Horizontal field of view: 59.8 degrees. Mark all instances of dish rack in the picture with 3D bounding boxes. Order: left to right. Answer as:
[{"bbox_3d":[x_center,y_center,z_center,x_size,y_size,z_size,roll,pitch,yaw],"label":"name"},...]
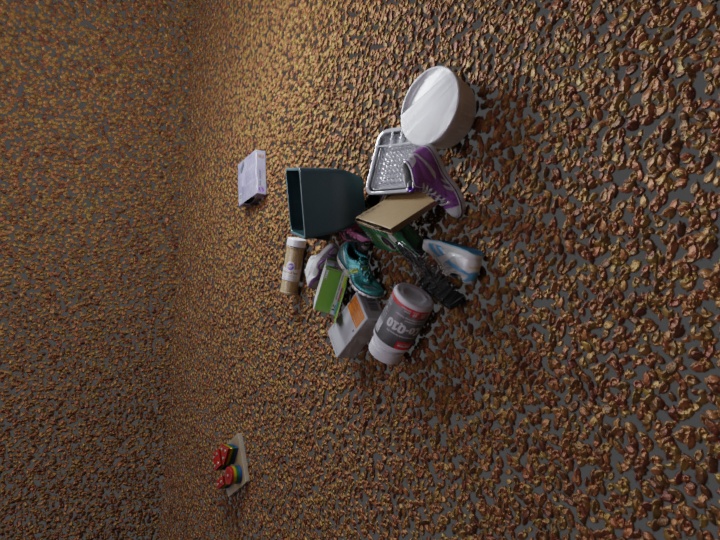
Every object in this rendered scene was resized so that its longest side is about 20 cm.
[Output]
[{"bbox_3d":[0.105,-0.294,1.710,0.171,0.043,0.201,2,71,40],"label":"dish rack"},{"bbox_3d":[0.163,0.002,1.516,0.055,0.200,0.153,-41,40,-7],"label":"dish rack"}]

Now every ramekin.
[{"bbox_3d":[0.202,-0.400,1.576,0.202,0.094,0.204,-14,72,48],"label":"ramekin"}]

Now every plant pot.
[{"bbox_3d":[-0.095,-0.205,1.817,0.196,0.199,0.197,-155,60,-70],"label":"plant pot"}]

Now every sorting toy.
[{"bbox_3d":[-0.535,0.796,2.554,0.199,0.069,0.201,-47,49,42],"label":"sorting toy"}]

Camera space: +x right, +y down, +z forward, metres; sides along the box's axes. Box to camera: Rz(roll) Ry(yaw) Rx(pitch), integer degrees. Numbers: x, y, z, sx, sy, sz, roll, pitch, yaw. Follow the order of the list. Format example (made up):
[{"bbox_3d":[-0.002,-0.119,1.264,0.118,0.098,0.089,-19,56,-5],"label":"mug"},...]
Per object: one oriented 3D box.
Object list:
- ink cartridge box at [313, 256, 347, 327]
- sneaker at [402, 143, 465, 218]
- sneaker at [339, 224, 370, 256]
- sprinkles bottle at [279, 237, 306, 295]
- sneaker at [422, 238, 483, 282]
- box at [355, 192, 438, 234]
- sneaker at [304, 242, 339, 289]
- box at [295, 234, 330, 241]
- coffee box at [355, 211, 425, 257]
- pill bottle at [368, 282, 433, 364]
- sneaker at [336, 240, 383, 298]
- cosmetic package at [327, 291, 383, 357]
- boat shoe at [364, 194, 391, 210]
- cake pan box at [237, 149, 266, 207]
[{"bbox_3d":[-0.091,0.064,1.908,0.200,0.075,0.149,-89,16,-70],"label":"ink cartridge box"},{"bbox_3d":[0.170,-0.196,1.530,0.201,0.114,0.073,56,154,-10],"label":"sneaker"},{"bbox_3d":[-0.030,-0.098,1.926,0.200,0.079,0.096,39,130,52],"label":"sneaker"},{"bbox_3d":[-0.239,-0.015,2.219,0.068,0.068,0.201,20,103,55],"label":"sprinkles bottle"},{"bbox_3d":[0.216,-0.030,1.542,0.200,0.076,0.081,28,111,56],"label":"sneaker"},{"bbox_3d":[0.108,-0.163,1.629,0.163,0.200,0.021,23,140,53],"label":"box"},{"bbox_3d":[-0.137,-0.031,2.062,0.200,0.075,0.100,-54,46,37],"label":"sneaker"},{"bbox_3d":[-0.143,-0.211,2.001,0.197,0.117,0.201,-129,49,-77],"label":"box"},{"bbox_3d":[0.082,-0.102,1.709,0.044,0.123,0.200,-51,30,-15],"label":"coffee box"},{"bbox_3d":[0.103,0.143,1.652,0.114,0.113,0.201,54,129,44],"label":"pill bottle"},{"bbox_3d":[0.000,0.000,1.820,0.200,0.077,0.080,51,136,22],"label":"sneaker"},{"bbox_3d":[-0.014,0.163,1.861,0.200,0.071,0.102,-56,44,37],"label":"cosmetic package"},{"bbox_3d":[0.043,-0.200,1.832,0.200,0.059,0.072,-36,58,48],"label":"boat shoe"},{"bbox_3d":[-0.450,-0.374,2.594,0.184,0.052,0.201,-24,66,55],"label":"cake pan box"}]
